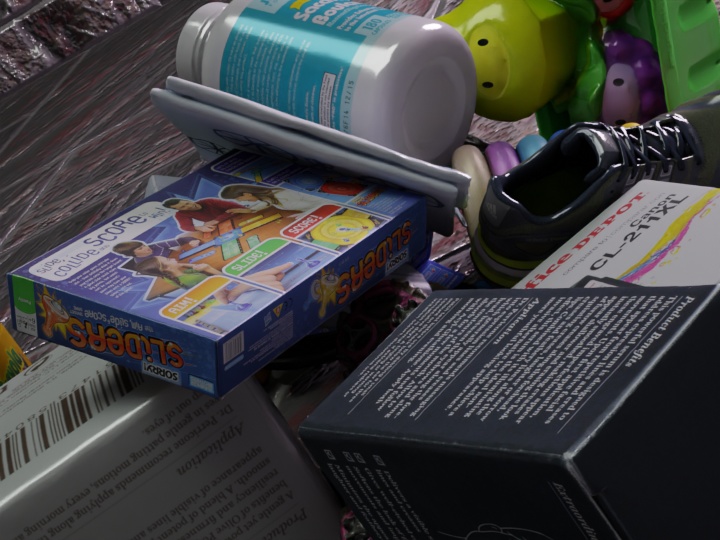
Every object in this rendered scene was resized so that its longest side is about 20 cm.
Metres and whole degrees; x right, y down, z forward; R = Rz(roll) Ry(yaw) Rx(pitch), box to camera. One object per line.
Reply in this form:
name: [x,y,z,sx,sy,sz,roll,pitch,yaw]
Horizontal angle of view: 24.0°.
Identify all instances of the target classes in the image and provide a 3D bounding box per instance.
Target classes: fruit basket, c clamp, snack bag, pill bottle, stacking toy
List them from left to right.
pill bottle: [-0.030,-0.128,1.133,0.199,0.111,0.111,18,50,35]
snack bag: [-0.022,-0.065,1.031,0.200,0.188,0.022,61,-133,-83]
c clamp: [0.000,0.000,1.109,0.170,0.027,0.200,-6,31,10]
fruit basket: [0.141,-0.161,1.169,0.216,0.216,0.155,-43,30,-25]
stacking toy: [0.163,-0.063,1.088,0.199,0.086,0.085,-16,20,1]

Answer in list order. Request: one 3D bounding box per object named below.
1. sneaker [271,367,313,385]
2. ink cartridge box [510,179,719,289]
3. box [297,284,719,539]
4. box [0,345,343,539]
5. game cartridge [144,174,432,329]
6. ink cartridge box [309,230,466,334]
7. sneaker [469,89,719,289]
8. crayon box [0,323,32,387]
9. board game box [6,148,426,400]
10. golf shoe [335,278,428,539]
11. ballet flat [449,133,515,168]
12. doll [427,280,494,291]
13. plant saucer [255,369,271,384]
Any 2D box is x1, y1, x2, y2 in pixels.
sneaker: [-0.025,-0.003,1.263,0.075,0.079,0.200,-40,9,43]
ink cartridge box: [0.166,0.032,0.875,0.146,0.083,0.200,-39,20,-14]
box: [0.093,0.095,0.739,0.107,0.149,0.200,-44,21,-26]
box: [-0.128,0.136,0.968,0.199,0.172,0.200,-35,18,-3]
game cartridge: [-0.057,-0.014,1.044,0.133,0.041,0.200,1,19,-28]
ink cartridge box: [-0.035,-0.017,1.207,0.200,0.042,0.119,31,51,20]
sneaker: [0.157,-0.057,0.998,0.199,0.081,0.074,-28,62,-10]
crayon box: [-0.223,0.119,1.121,0.051,0.200,0.127,-32,19,4]
board game box: [-0.071,-0.006,0.907,0.135,0.035,0.200,16,31,29]
golf shoe: [0.035,0.106,0.900,0.072,0.092,0.201,-14,54,19]
ballet flat: [0.047,-0.076,1.231,0.068,0.199,0.068,25,-94,-86]
doll: [0.069,0.040,1.068,0.136,0.049,0.200,-39,14,-6]
plant saucer: [-0.136,0.086,1.312,0.200,0.038,0.200,-30,19,11]
